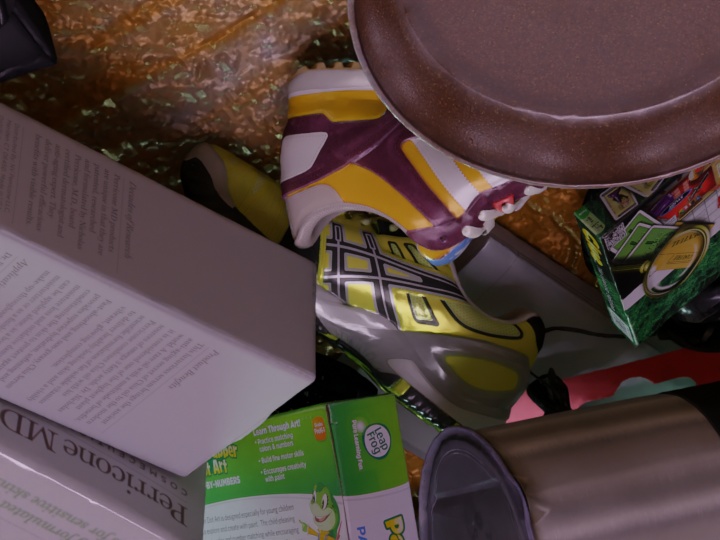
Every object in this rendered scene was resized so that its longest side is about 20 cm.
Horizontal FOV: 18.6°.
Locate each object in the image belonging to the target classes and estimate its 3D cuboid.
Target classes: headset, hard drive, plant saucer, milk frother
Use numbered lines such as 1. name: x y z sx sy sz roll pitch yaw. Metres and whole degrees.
1. headset: 0.156 0.001 1.054 0.123 0.094 0.200 38 107 -26
2. hard drive: 0.098 0.069 1.147 0.200 0.026 0.132 33 120 -23
3. plant saucer: 0.094 -0.115 0.856 0.199 0.032 0.201 -1 136 -1
4. milk frother: 0.146 0.161 0.985 0.187 0.200 0.181 -10 134 -22

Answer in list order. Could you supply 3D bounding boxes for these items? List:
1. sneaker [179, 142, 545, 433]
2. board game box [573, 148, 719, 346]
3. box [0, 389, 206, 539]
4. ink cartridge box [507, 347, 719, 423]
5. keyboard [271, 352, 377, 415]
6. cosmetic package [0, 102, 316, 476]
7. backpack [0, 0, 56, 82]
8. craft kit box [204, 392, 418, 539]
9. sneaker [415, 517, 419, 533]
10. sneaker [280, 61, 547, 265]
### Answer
1. sneaker: 0.000 0.000 1.061 0.200 0.075 0.077 39 85 -7
2. board game box: 0.183 -0.058 0.978 0.200 0.023 0.105 -40 150 -7
3. box: -0.206 0.098 1.068 0.199 0.172 0.200 31 121 -23
4. ink cartridge box: 0.160 0.143 1.120 0.160 0.050 0.201 -15 114 3
5. keyboard: -0.036 0.140 1.129 0.104 0.040 0.201 18 111 25
6. cosmetic package: -0.126 0.007 0.963 0.200 0.071 0.101 28 133 -30
7. backpack: -0.260 -0.112 0.939 0.200 0.154 0.163 -37 128 -1
8. craft kit box: -0.036 0.170 1.073 0.048 0.198 0.200 -9 176 -34
9. sneaker: 0.002 0.172 1.177 0.199 0.087 0.075 -1 136 12
10. sneaker: 0.061 -0.046 0.995 0.199 0.075 0.091 1 87 18
